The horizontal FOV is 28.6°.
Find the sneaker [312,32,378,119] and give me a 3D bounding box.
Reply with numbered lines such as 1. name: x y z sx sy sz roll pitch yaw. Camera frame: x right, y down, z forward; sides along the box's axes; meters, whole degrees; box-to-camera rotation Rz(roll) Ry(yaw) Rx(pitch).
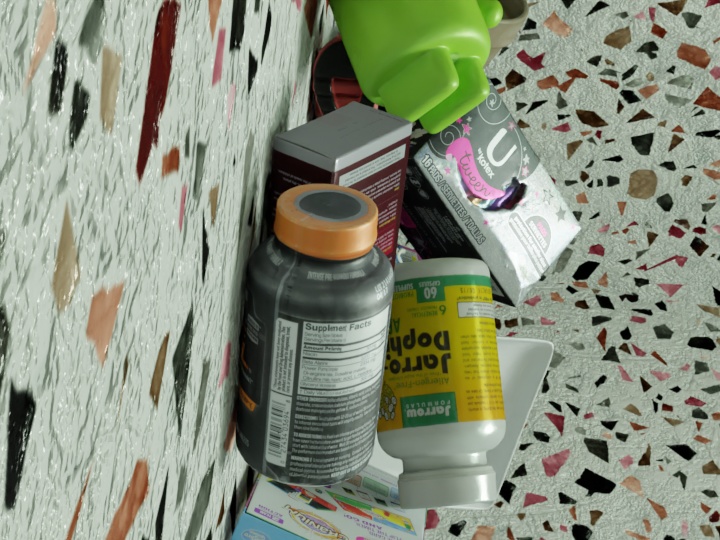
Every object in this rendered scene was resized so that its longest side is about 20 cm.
1. sneaker: -0.009 -0.125 1.288 0.087 0.073 0.202 -79 176 -62

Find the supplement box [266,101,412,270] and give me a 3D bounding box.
1. supplement box: -0.021 -0.017 1.095 0.109 0.060 0.202 -30 134 -50

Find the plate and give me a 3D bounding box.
1. plate: 0.071 0.140 1.377 0.032 0.198 0.202 54 -49 56

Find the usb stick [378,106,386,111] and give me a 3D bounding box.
1. usb stick: 0.013 -0.193 1.363 0.200 0.032 0.056 -121 -142 -64

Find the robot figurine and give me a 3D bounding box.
1. robot figurine: 0.036 -0.218 1.169 0.115 0.174 0.202 -34 -115 36

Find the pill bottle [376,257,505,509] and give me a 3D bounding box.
1. pill bottle: 0.065 0.097 1.199 0.113 0.111 0.203 76 9 -82

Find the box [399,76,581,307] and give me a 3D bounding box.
1. box: 0.101 -0.082 1.360 0.115 0.132 0.201 -48 122 -16

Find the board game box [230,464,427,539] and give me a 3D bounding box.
1. board game box: -0.022 0.208 1.172 0.200 0.152 0.041 -67 -178 -75

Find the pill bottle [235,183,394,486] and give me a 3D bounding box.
1. pill bottle: -0.032 0.043 0.999 0.107 0.105 0.202 -76 173 -63

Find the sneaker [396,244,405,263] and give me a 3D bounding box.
1. sneaker: 0.000 0.000 1.349 0.200 0.076 0.077 -127 -144 -57

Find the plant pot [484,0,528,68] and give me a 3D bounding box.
1. plant pot: 0.077 -0.275 1.677 0.201 0.198 0.175 -76 -170 -60

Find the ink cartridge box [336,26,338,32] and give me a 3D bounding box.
1. ink cartridge box: 0.047 -0.323 1.392 0.068 0.115 0.202 92 8 -58

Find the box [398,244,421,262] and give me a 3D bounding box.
1. box: 0.019 0.094 1.467 0.176 0.096 0.202 -101 -148 -66
